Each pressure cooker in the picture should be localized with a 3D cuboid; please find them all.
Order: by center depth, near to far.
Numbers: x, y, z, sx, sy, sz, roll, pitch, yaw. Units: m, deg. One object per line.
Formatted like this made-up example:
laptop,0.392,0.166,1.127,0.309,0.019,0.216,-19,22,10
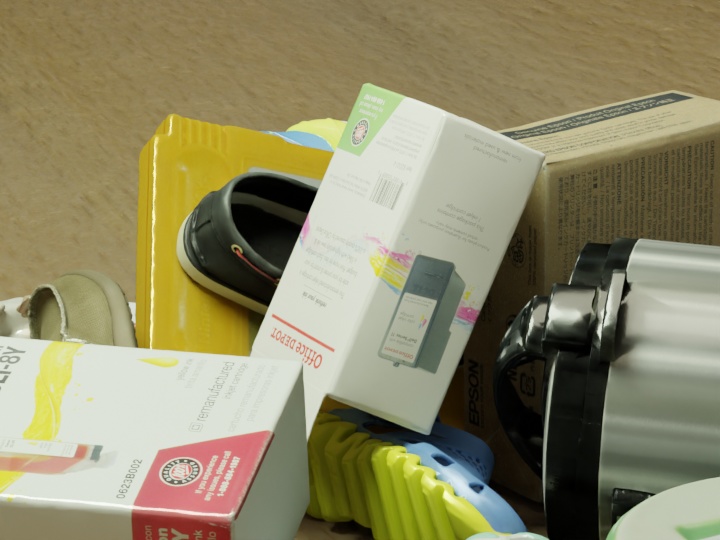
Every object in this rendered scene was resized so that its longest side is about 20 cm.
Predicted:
pressure cooker,0.168,0.072,1.526,0.200,0.176,0.179,7,17,11

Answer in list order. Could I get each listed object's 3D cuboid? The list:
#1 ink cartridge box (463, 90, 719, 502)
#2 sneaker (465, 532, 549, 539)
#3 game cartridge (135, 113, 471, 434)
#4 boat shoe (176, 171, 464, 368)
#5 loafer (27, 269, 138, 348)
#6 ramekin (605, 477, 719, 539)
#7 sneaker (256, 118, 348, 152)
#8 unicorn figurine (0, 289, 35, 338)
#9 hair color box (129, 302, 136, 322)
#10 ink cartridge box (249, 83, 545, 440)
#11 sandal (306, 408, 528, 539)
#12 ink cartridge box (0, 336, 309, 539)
ink cartridge box,0.140,0.011,1.659,0.165,0.200,0.075,-14,22,-36
sneaker,0.065,0.180,1.335,0.140,0.078,0.200,-4,21,46
game cartridge,-0.031,0.008,1.676,0.200,0.176,0.032,12,-29,-26
boat shoe,0.000,0.003,1.643,0.201,0.074,0.063,20,-30,-20
loafer,-0.149,0.060,1.553,0.067,0.076,0.200,-5,26,-19
ramekin,0.200,0.170,1.358,0.200,0.098,0.200,-1,19,0
sneaker,-0.045,0.002,1.751,0.105,0.076,0.200,5,62,-13
unicorn figurine,-0.250,0.055,1.738,0.200,0.074,0.137,-10,9,12
hair color box,-0.138,0.081,1.686,0.101,0.061,0.200,6,22,18
ink cartridge box,0.011,0.011,1.554,0.067,0.200,0.117,22,2,-24
sandal,0.036,0.109,1.562,0.087,0.080,0.200,-18,27,-25
ink cartridge box,-0.137,0.102,1.383,0.200,0.083,0.145,4,29,11
